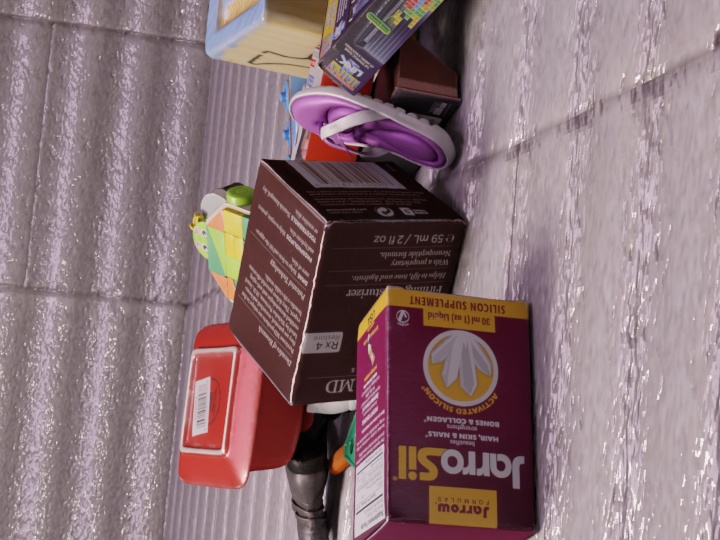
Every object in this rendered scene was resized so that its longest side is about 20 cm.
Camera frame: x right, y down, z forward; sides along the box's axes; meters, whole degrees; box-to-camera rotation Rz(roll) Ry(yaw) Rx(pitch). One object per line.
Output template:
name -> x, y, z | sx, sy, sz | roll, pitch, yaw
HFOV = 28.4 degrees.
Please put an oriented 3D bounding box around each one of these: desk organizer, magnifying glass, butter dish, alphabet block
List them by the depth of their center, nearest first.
desk organizer -> 0.046, -0.174, 1.558 | 0.200, 0.071, 0.078 | 123, 153, -61
magnifying glass -> -0.008, 0.212, 1.702 | 0.200, 0.022, 0.080 | 123, 150, -66
alphabet block -> -0.056, -0.348, 1.711 | 0.195, 0.199, 0.198 | -8, 74, 62
butter dish -> -0.125, 0.171, 1.755 | 0.199, 0.147, 0.202 | -8, 74, 58

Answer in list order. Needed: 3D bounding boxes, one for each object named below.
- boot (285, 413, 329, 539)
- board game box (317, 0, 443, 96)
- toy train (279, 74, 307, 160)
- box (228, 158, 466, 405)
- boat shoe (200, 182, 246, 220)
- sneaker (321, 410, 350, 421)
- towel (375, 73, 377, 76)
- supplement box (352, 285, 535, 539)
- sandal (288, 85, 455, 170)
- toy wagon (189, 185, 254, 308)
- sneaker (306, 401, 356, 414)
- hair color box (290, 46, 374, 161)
boot -> -0.072, 0.270, 1.852 | 0.200, 0.069, 0.133 | -85, -9, -74
board game box -> 0.031, -0.295, 1.500 | 0.165, 0.057, 0.201 | -46, 19, 26
toy train -> -0.061, -0.178, 1.942 | 0.114, 0.086, 0.202 | -124, 32, -66
box -> -0.017, 0.007, 1.455 | 0.164, 0.165, 0.202 | 42, 127, 51
boat shoe -> -0.098, -0.027, 1.651 | 0.200, 0.064, 0.071 | 48, 135, 12
sneaker -> -0.050, 0.140, 1.805 | 0.200, 0.075, 0.117 | 128, 143, -64
towel -> 0.004, -0.292, 1.872 | 0.200, 0.030, 0.150 | 126, 149, -64
supplement box -> 0.068, 0.128, 1.194 | 0.103, 0.130, 0.202 | 126, 147, -63
sandal -> 0.003, -0.143, 1.483 | 0.050, 0.201, 0.083 | -57, -33, -28
toy wagon -> -0.126, -0.016, 1.607 | 0.199, 0.039, 0.156 | 20, 124, 33
sneaker -> -0.052, 0.073, 1.681 | 0.075, 0.088, 0.202 | -52, -49, -85
hair color box -> -0.039, -0.147, 1.617 | 0.111, 0.063, 0.202 | -131, 51, -75
